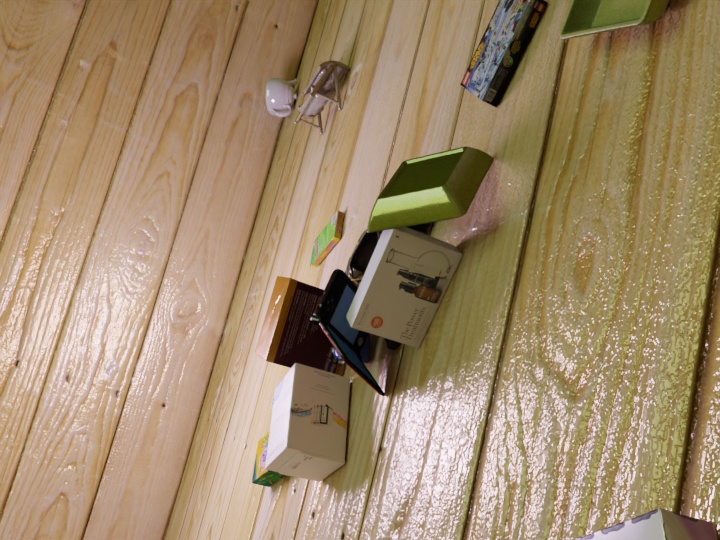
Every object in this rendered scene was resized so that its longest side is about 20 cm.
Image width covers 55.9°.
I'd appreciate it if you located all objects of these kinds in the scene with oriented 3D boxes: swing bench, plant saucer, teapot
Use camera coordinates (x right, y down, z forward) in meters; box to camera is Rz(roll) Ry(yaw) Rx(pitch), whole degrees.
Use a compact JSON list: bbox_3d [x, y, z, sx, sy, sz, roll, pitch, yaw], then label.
[{"bbox_3d":[-0.146,-0.659,2.549,0.199,0.127,0.204,141,143,-58],"label":"swing bench"},{"bbox_3d":[0.119,-0.155,1.213,0.196,0.049,0.201,-7,33,34],"label":"plant saucer"},{"bbox_3d":[0.381,-0.420,0.941,0.204,0.047,0.200,-70,19,7],"label":"plant saucer"},{"bbox_3d":[-0.392,-0.877,3.436,0.197,0.142,0.205,-43,-46,-77],"label":"teapot"}]

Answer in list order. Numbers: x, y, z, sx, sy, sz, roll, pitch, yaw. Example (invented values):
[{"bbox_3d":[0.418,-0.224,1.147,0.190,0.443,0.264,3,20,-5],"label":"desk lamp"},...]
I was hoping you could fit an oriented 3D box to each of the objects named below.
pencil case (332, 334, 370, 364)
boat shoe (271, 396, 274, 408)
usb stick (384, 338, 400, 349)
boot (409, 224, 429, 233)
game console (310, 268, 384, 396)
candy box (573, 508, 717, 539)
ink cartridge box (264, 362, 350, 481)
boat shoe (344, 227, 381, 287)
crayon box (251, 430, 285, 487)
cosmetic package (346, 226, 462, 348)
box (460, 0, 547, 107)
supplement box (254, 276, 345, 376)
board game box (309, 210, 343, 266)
[{"bbox_3d":[-0.017,0.107,1.505,0.078,0.085,0.205,59,-146,-77],"label":"pencil case"},{"bbox_3d":[-0.219,0.371,1.910,0.074,0.065,0.202,-99,33,-54],"label":"boat shoe"},{"bbox_3d":[0.056,0.093,1.441,0.201,0.032,0.057,-108,30,-60],"label":"usb stick"},{"bbox_3d":[0.111,-0.145,1.444,0.164,0.072,0.201,-104,33,-57],"label":"boot"},{"bbox_3d":[-0.001,0.123,1.347,0.117,0.200,0.175,13,68,32],"label":"game console"},{"bbox_3d":[0.245,0.336,0.625,0.200,0.070,0.171,129,152,-48],"label":"candy box"},{"bbox_3d":[-0.118,0.345,1.528,0.148,0.142,0.204,-50,28,48],"label":"ink cartridge box"},{"bbox_3d":[0.000,0.000,1.444,0.204,0.071,0.059,-66,-19,1],"label":"boat shoe"},{"bbox_3d":[-0.232,0.501,1.842,0.200,0.057,0.121,132,150,-51],"label":"crayon box"},{"bbox_3d":[0.079,0.028,1.252,0.052,0.148,0.204,-120,50,-65],"label":"cosmetic package"},{"bbox_3d":[0.269,-0.428,1.299,0.203,0.039,0.138,-65,21,21],"label":"box"},{"bbox_3d":[-0.127,0.141,1.654,0.132,0.196,0.202,4,77,69],"label":"supplement box"},{"bbox_3d":[-0.105,-0.091,2.073,0.200,0.029,0.097,-43,34,51],"label":"board game box"}]
